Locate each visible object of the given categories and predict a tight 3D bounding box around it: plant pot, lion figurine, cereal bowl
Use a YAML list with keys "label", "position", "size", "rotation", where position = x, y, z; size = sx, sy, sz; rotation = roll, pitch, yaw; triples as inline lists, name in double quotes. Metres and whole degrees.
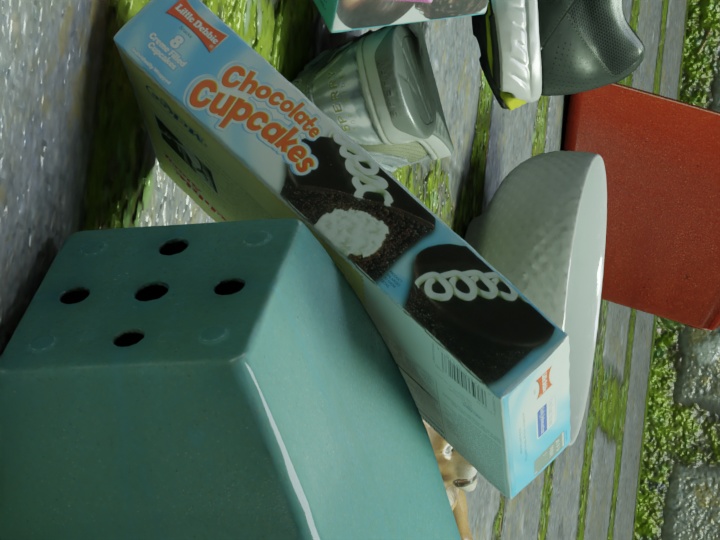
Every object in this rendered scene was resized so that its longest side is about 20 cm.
- label: "plant pot"
  position: [0.264, -0.053, 2.398]
  size: [0.200, 0.199, 0.177]
  rotation: [-12, 118, -78]
- label: "lion figurine"
  position: [0.038, 0.096, 1.645]
  size: [0.200, 0.072, 0.123]
  rotation: [-93, 170, -64]
- label: "plant pot"
  position: [-0.052, 0.091, 0.999]
  size: [0.142, 0.140, 0.201]
  rotation: [-69, 151, -54]
- label: "cereal bowl"
  position: [0.112, 0.016, 1.904]
  size: [0.200, 0.083, 0.201]
  rotation: [5, 90, -78]

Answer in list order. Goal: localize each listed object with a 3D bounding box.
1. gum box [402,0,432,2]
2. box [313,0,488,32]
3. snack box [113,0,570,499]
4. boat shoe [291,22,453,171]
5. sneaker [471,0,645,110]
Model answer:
- label: "gum box"
  position: [-0.037, -0.169, 0.989]
  size: [0.200, 0.113, 0.067]
  rotation: [69, 28, -67]
- label: "box"
  position: [0.029, -0.201, 1.259]
  size: [0.201, 0.082, 0.049]
  rotation: [101, -29, -43]
- label: "snack box"
  position: [-0.005, -0.010, 1.045]
  size: [0.037, 0.200, 0.116]
  rotation: [-43, 162, -12]
- label: "boat shoe"
  position: [0.005, -0.084, 1.406]
  size: [0.202, 0.064, 0.075]
  rotation: [-38, 113, -82]
- label: "sneaker"
  position: [0.094, -0.178, 1.347]
  size: [0.074, 0.084, 0.201]
  rotation: [-123, -150, -71]
